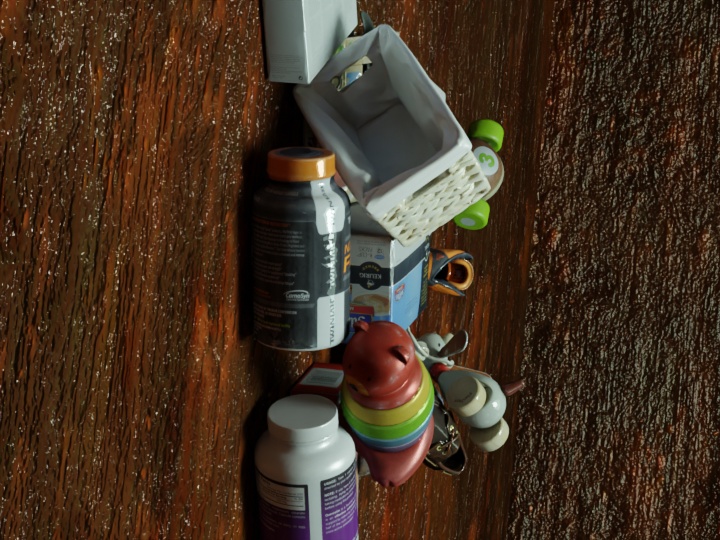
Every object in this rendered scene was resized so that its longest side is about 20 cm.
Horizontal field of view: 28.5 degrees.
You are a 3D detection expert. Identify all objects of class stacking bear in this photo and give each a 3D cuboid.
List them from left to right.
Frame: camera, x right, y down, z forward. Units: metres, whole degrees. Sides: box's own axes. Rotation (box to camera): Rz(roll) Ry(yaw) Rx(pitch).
[{"bbox_3d":[0.025,0.128,1.552,0.114,0.121,0.201,-41,153,-20],"label":"stacking bear"}]

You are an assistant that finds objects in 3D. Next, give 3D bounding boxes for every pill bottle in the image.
[{"bbox_3d":[-0.062,-0.026,1.483,0.106,0.105,0.202,-45,138,-68],"label":"pill bottle"},{"bbox_3d":[-0.059,0.243,1.566,0.113,0.111,0.202,-57,149,-62],"label":"pill bottle"}]

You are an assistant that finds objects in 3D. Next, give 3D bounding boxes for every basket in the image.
[{"bbox_3d":[0.037,-0.142,1.548,0.201,0.135,0.123,60,6,35],"label":"basket"}]

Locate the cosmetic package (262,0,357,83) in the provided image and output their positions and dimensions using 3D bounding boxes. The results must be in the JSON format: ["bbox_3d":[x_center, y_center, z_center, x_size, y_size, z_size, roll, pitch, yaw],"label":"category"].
[{"bbox_3d":[-0.054,-0.309,1.537,0.200,0.051,0.152,-60,154,-59],"label":"cosmetic package"}]

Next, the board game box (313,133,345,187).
[{"bbox_3d":[0.015,-0.166,1.710,0.199,0.019,0.104,-25,123,-46],"label":"board game box"}]

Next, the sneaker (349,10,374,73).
[{"bbox_3d":[-0.007,-0.208,1.746,0.104,0.059,0.202,31,67,-65],"label":"sneaker"}]

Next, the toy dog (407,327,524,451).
[{"bbox_3d":[0.142,0.132,1.824,0.201,0.096,0.132,56,0,31],"label":"toy dog"}]

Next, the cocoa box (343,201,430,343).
[{"bbox_3d":[0.000,0.000,1.679,0.200,0.132,0.133,-40,134,-70],"label":"cocoa box"}]

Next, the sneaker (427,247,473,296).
[{"bbox_3d":[0.095,0.004,1.863,0.200,0.111,0.078,-11,111,-78],"label":"sneaker"}]

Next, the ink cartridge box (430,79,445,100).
[{"bbox_3d":[0.054,-0.191,1.890,0.200,0.044,0.178,31,57,-58],"label":"ink cartridge box"}]

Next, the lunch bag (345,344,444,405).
[{"bbox_3d":[0.040,0.139,1.894,0.161,0.075,0.200,52,-7,25],"label":"lunch bag"}]

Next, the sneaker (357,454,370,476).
[{"bbox_3d":[0.006,0.210,1.841,0.200,0.074,0.088,-158,-126,-73],"label":"sneaker"}]

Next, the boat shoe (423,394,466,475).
[{"bbox_3d":[0.097,0.208,1.804,0.071,0.070,0.200,-55,157,-11],"label":"boat shoe"}]

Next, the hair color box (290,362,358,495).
[{"bbox_3d":[-0.042,0.226,1.729,0.111,0.063,0.202,-46,140,-70],"label":"hair color box"}]

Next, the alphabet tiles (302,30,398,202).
[{"bbox_3d":[-0.012,-0.178,1.691,0.167,0.008,0.202,-18,117,-48],"label":"alphabet tiles"}]

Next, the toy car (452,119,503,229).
[{"bbox_3d":[0.111,-0.179,2.068,0.200,0.156,0.166,53,44,-52],"label":"toy car"}]
